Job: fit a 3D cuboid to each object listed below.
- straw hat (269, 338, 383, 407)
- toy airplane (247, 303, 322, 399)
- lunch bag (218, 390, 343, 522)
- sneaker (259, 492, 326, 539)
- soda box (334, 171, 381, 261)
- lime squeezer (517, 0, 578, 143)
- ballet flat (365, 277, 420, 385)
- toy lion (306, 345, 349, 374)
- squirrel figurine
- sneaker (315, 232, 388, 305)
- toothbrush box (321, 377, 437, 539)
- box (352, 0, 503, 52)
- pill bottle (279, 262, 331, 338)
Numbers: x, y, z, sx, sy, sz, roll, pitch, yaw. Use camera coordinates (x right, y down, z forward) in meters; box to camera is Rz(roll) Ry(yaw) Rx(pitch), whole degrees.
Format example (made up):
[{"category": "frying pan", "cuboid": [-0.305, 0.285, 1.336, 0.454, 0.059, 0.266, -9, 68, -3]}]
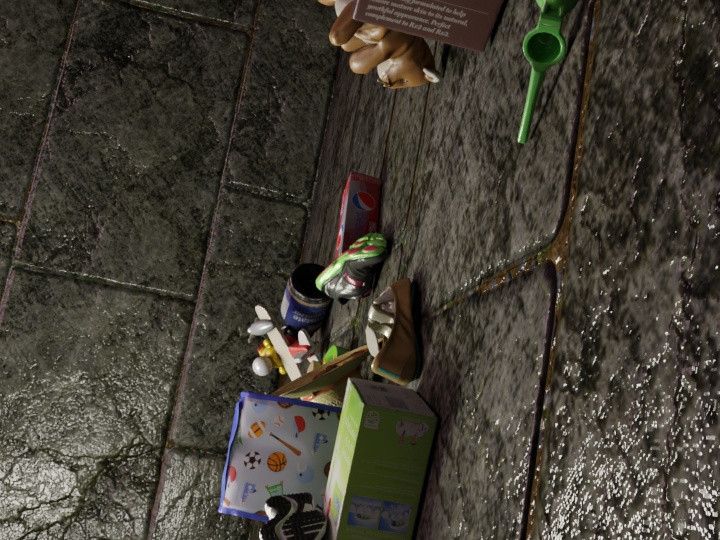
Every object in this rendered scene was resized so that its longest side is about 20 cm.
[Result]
[{"category": "straw hat", "cuboid": [-0.036, 0.183, 1.351, 0.085, 0.200, 0.201, 62, 170, 0]}, {"category": "toy airplane", "cuboid": [-0.176, 0.195, 2.062, 0.200, 0.141, 0.200, 46, 153, 27]}, {"category": "lunch bag", "cuboid": [-0.082, 0.260, 1.232, 0.124, 0.199, 0.171, 130, 149, -74]}, {"category": "sneaker", "cuboid": [-0.071, 0.308, 1.018, 0.200, 0.073, 0.081, 152, 113, -87]}, {"category": "soda box", "cuboid": [-0.004, -0.082, 1.670, 0.070, 0.063, 0.201, 113, 167, -52]}, {"category": "lime squeezer", "cuboid": [0.159, -0.210, 0.783, 0.071, 0.037, 0.201, -122, 43, -79]}, {"category": "ballet flat", "cuboid": [0.039, 0.065, 1.151, 0.200, 0.063, 0.069, -92, 16, -60]}, {"category": "toy lion", "cuboid": [-0.048, 0.216, 1.591, 0.192, 0.068, 0.201, 122, 160, -49]}, {"category": "squirrel figurine", "cuboid": [0.064, -0.350, 1.281, 0.200, 0.187, 0.142, -39, 38, 12]}, {"category": "sneaker", "cuboid": [0.000, 0.000, 1.534, 0.077, 0.084, 0.200, -45, 4, -34]}, {"category": "toothbrush box", "cuboid": [0.013, 0.235, 1.008, 0.146, 0.086, 0.201, -141, 62, -82]}, {"category": "box", "cuboid": [0.090, -0.392, 1.064, 0.201, 0.165, 0.165, -86, 12, -46]}, {"category": "pill bottle", "cuboid": [-0.131, 0.082, 2.162, 0.200, 0.111, 0.112, 110, 168, -51]}]
